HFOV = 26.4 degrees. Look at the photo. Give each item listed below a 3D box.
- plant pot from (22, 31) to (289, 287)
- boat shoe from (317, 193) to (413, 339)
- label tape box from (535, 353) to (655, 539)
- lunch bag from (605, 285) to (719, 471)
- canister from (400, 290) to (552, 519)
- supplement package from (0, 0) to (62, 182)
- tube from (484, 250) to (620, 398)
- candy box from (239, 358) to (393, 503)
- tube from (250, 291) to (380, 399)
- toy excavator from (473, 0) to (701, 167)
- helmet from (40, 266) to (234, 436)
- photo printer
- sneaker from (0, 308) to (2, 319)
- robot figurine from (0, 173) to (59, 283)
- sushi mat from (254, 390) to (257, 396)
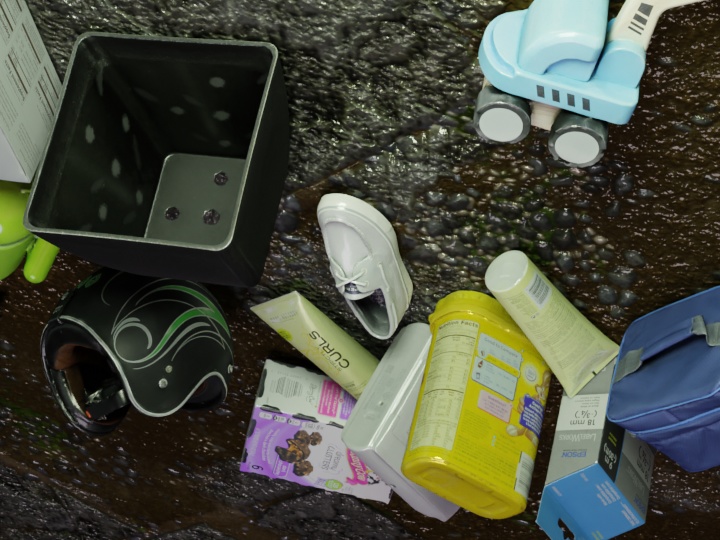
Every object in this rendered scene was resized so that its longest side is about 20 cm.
[{"bbox_3d":[-0.167,-0.084,1.424,0.198,0.201,0.178,6,159,16],"label":"plant pot"},{"bbox_3d":[0.000,0.000,1.584,0.071,0.069,0.201,5,148,18],"label":"boat shoe"},{"bbox_3d":[0.263,0.214,1.674,0.063,0.201,0.144,-6,143,32],"label":"label tape box"},{"bbox_3d":[0.344,0.103,1.520,0.132,0.137,0.200,30,146,-23],"label":"lunch bag"},{"bbox_3d":[0.127,0.143,1.624,0.148,0.201,0.086,29,146,-21],"label":"canister"},{"bbox_3d":[-0.386,-0.190,1.421,0.154,0.112,0.201,8,148,14],"label":"supplement package"},{"bbox_3d":[0.198,0.056,1.594,0.058,0.052,0.200,-15,136,33],"label":"tube"},{"bbox_3d":[-0.039,0.202,1.901,0.198,0.072,0.168,13,144,-3],"label":"candy box"},{"bbox_3d":[-0.034,0.091,1.756,0.058,0.052,0.200,-44,119,6],"label":"tube"},{"bbox_3d":[0.196,-0.180,1.191,0.193,0.100,0.201,15,141,-1],"label":"toy excavator"},{"bbox_3d":[-0.239,0.084,1.717,0.199,0.190,0.201,21,126,33],"label":"helmet"},{"bbox_3d":[0.081,0.179,1.745,0.069,0.167,0.200,13,156,44],"label":"photo printer"},{"bbox_3d":[-0.512,0.033,1.857,0.145,0.077,0.203,23,160,11],"label":"sneaker"},{"bbox_3d":[-0.400,-0.060,1.631,0.174,0.116,0.200,26,148,-12],"label":"robot figurine"},{"bbox_3d":[-0.040,0.200,1.979,0.095,0.012,0.200,-12,139,39],"label":"sushi mat"}]
